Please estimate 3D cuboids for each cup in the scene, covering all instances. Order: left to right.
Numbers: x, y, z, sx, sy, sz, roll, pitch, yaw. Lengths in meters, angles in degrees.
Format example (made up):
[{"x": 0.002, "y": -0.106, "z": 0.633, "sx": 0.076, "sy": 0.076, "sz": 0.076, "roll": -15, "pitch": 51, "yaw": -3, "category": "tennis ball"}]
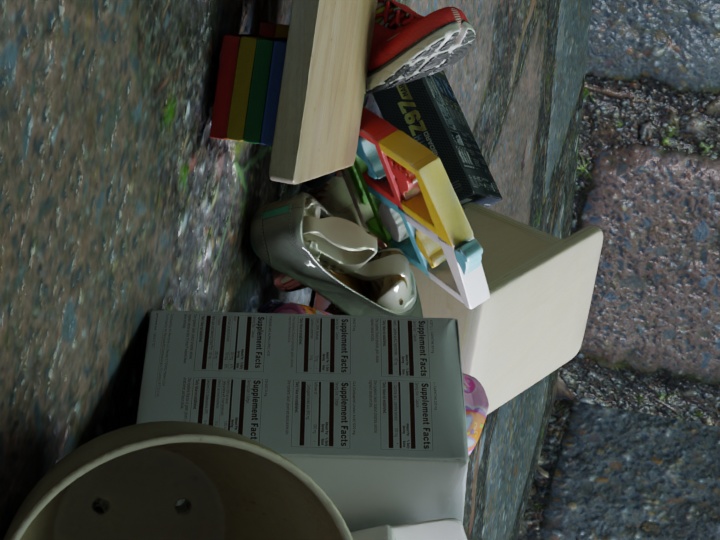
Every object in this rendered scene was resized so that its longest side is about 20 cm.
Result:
[{"x": -0.112, "y": 0.164, "z": 1.227, "sx": 0.143, "sy": 0.200, "sz": 0.200, "roll": -135, "pitch": -130, "yaw": -69, "category": "cup"}]

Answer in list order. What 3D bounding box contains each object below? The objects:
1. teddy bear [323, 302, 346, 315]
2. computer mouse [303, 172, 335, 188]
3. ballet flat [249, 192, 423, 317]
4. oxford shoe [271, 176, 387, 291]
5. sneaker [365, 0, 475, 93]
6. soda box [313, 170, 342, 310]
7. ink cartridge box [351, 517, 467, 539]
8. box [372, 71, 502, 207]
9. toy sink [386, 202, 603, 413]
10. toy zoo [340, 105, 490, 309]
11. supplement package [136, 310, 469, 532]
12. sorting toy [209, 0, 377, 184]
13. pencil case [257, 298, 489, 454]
[{"x": -0.032, "y": 0.091, "z": 1.772, "sx": 0.145, "sy": 0.067, "sz": 0.200, "roll": -4, "pitch": 113, "yaw": -68, "category": "teddy bear"}, {"x": -0.013, "y": -0.146, "z": 1.813, "sx": 0.059, "sy": 0.034, "sz": 0.200, "roll": 84, "pitch": 18, "yaw": -53, "category": "computer mouse"}, {"x": 0.000, "y": 0.000, "z": 1.682, "sx": 0.200, "sy": 0.064, "sz": 0.067, "roll": 30, "pitch": 48, "yaw": -42, "category": "ballet flat"}, {"x": -0.031, "y": -0.033, "z": 1.791, "sx": 0.074, "sy": 0.071, "sz": 0.200, "roll": 63, "pitch": 22, "yaw": 0, "category": "oxford shoe"}, {"x": 0.014, "y": -0.179, "z": 1.673, "sx": 0.200, "sy": 0.077, "sz": 0.085, "roll": -8, "pitch": -79, "yaw": 63, "category": "sneaker"}, {"x": 0.001, "y": 0.014, "z": 1.932, "sx": 0.064, "sy": 0.068, "sz": 0.200, "roll": 26, "pitch": 74, "yaw": -77, "category": "soda box"}, {"x": -0.022, "y": 0.223, "z": 1.334, "sx": 0.068, "sy": 0.200, "sz": 0.117, "roll": -94, "pitch": 168, "yaw": -47, "category": "ink cartridge box"}, {"x": 0.063, "y": -0.126, "z": 1.987, "sx": 0.158, "sy": 0.051, "sz": 0.200, "roll": 66, "pitch": 9, "yaw": 4, "category": "box"}, {"x": 0.102, "y": 0.027, "z": 1.894, "sx": 0.200, "sy": 0.112, "sz": 0.130, "roll": -28, "pitch": 135, "yaw": -49, "category": "toy sink"}, {"x": 0.037, "y": -0.051, "z": 1.660, "sx": 0.200, "sy": 0.020, "sz": 0.131, "roll": 38, "pitch": -25, "yaw": 54, "category": "toy zoo"}, {"x": -0.038, "y": 0.143, "z": 1.416, "sx": 0.147, "sy": 0.200, "sz": 0.191, "roll": -90, "pitch": -178, "yaw": -55, "category": "supplement package"}, {"x": -0.043, "y": -0.170, "z": 1.536, "sx": 0.199, "sy": 0.070, "sz": 0.200, "roll": -29, "pitch": 128, "yaw": -77, "category": "sorting toy"}, {"x": 0.002, "y": 0.090, "z": 1.689, "sx": 0.200, "sy": 0.087, "sz": 0.088, "roll": 22, "pitch": 74, "yaw": -35, "category": "pencil case"}]
